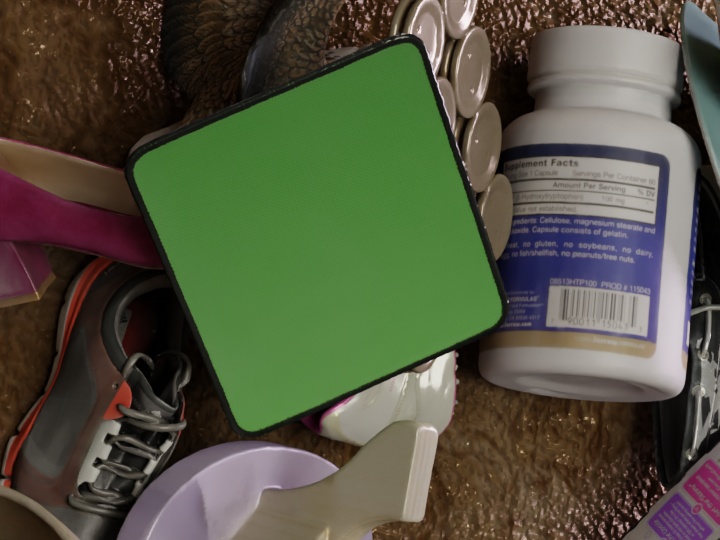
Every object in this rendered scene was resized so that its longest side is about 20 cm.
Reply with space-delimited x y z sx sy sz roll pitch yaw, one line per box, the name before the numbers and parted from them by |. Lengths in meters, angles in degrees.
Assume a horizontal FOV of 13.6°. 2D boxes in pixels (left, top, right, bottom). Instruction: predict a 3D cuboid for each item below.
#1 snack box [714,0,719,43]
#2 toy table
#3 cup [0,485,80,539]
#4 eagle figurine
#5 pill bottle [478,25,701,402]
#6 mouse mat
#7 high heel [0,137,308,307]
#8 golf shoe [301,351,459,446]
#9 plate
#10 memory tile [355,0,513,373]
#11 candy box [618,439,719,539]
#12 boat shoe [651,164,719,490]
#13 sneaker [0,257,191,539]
snack box | 0.249 -0.068 1.743 0.072 0.024 0.201 -88 155 -57
toy table | -0.023 0.160 1.570 0.200 0.117 0.185 -10 107 -51
cup | -0.175 0.219 1.474 0.143 0.199 0.201 38 65 -55
eagle figurine | -0.040 -0.123 1.603 0.151 0.151 0.201 -38 131 -67
pill bottle | 0.134 -0.032 1.725 0.119 0.119 0.201 12 78 -33
mouse mat | -0.018 -0.014 1.513 0.160 0.008 0.201 -23 130 -4
high heel | -0.123 -0.049 1.529 0.067 0.199 0.096 -61 135 -65
golf shoe | 0.000 0.000 1.662 0.091 0.075 0.201 -7 90 -31
plate | 0.232 -0.066 1.778 0.200 0.025 0.201 -18 90 -74
memory tile | 0.038 -0.058 1.587 0.153 0.017 0.201 -57 147 -44
candy box | 0.243 0.183 1.757 0.200 0.072 0.168 -45 123 2
boat shoe | 0.193 0.034 1.792 0.068 0.074 0.201 2 81 -23
sneaker | -0.130 0.085 1.559 0.077 0.082 0.201 16 78 -33
